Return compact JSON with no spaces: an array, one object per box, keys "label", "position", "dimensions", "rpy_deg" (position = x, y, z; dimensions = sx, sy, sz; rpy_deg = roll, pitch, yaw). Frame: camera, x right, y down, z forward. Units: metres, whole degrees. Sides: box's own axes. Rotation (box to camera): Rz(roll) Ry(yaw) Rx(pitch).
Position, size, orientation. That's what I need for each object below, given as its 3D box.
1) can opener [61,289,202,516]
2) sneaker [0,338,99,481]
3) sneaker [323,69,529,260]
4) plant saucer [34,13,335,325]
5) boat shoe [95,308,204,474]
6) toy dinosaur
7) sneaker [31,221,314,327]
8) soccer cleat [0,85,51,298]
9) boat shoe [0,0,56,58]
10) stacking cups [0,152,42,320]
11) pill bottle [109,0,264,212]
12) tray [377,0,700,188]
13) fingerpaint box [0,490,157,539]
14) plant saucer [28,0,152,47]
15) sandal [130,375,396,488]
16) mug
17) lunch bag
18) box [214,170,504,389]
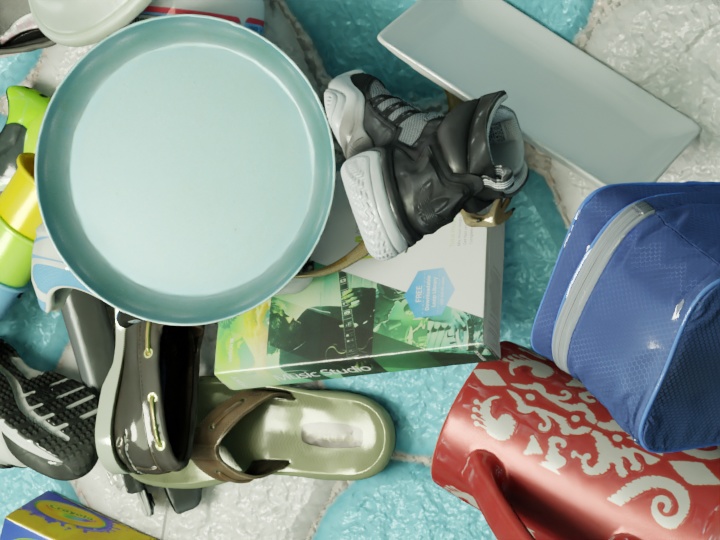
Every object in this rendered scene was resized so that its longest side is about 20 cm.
[{"label":"can opener","position":[-0.173,0.084,1.756],"dimensions":[0.066,0.053,0.201],"rpy_deg":[-21,96,-10]},{"label":"sneaker","position":[-0.245,0.113,1.749],"dimensions":[0.200,0.073,0.080],"rpy_deg":[29,127,50]},{"label":"sneaker","position":[0.044,-0.080,1.517],"dimensions":[0.113,0.200,0.076],"rpy_deg":[-18,119,4]},{"label":"plant saucer","position":[-0.112,-0.065,1.569],"dimensions":[0.199,0.027,0.201],"rpy_deg":[0,92,9]},{"label":"boat shoe","position":[-0.136,0.043,1.688],"dimensions":[0.060,0.072,0.202],"rpy_deg":[0,76,26]},{"label":"toy dinosaur","position":[0.046,-0.055,1.589],"dimensions":[0.101,0.058,0.200],"rpy_deg":[18,71,45]},{"label":"sneaker","position":[-0.126,0.004,1.629],"dimensions":[0.199,0.072,0.073],"rpy_deg":[4,101,15]},{"label":"soccer cleat","position":[-0.266,-0.041,1.756],"dimensions":[0.081,0.067,0.200],"rpy_deg":[38,107,21]},{"label":"boat shoe","position":[-0.250,-0.186,1.714],"dimensions":[0.199,0.057,0.067],"rpy_deg":[-8,99,23]},{"label":"stacking cups","position":[-0.265,0.012,1.707],"dimensions":[0.060,0.060,0.200],"rpy_deg":[39,110,10]},{"label":"pill bottle","position":[-0.122,-0.140,1.637],"dimensions":[0.108,0.109,0.201],"rpy_deg":[7,92,20]},{"label":"tray","position":[0.114,-0.115,1.564],"dimensions":[0.200,0.107,0.022],"rpy_deg":[34,135,12]},{"label":"fingerpaint box","position":[-0.182,0.281,1.784],"dimensions":[0.199,0.073,0.168],"rpy_deg":[23,109,16]},{"label":"plant saucer","position":[-0.173,-0.249,1.608],"dimensions":[0.200,0.050,0.201],"rpy_deg":[-27,51,39]},{"label":"sandal","position":[-0.076,0.115,1.699],"dimensions":[0.200,0.057,0.080],"rpy_deg":[-4,94,14]},{"label":"mug","position":[0.150,0.136,1.569],"dimensions":[0.199,0.177,0.134],"rpy_deg":[28,97,19]},{"label":"lunch bag","position":[0.213,0.019,1.504],"dimensions":[0.132,0.199,0.136],"rpy_deg":[44,121,39]},{"label":"box","position":[0.000,0.000,1.627],"dimensions":[0.199,0.036,0.145],"rpy_deg":[-9,62,24]}]
